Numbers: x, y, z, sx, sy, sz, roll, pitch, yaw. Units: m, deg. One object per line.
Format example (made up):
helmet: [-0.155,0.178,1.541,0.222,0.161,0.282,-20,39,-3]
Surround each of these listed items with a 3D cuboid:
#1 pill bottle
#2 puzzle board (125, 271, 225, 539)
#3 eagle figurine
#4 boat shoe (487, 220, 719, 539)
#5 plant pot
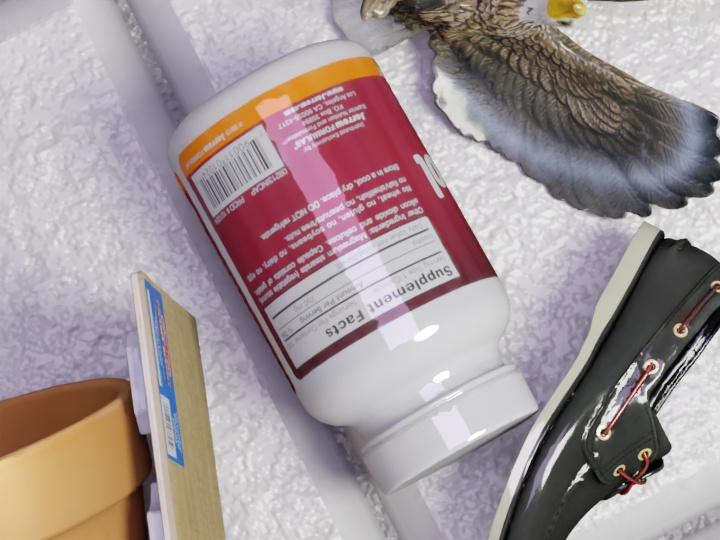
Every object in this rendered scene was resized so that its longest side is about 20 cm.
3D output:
pill bottle: [0.000,0.000,1.142,0.113,0.113,0.200,-28,82,-5]
puzzle board: [-0.082,0.109,1.103,0.017,0.151,0.200,-9,80,4]
eagle figurine: [0.091,-0.127,1.174,0.200,0.151,0.152,20,124,-26]
boat shoe: [0.119,0.075,1.148,0.063,0.074,0.201,27,77,12]
plant pot: [-0.176,0.147,1.087,0.200,0.200,0.140,-19,97,-3]
